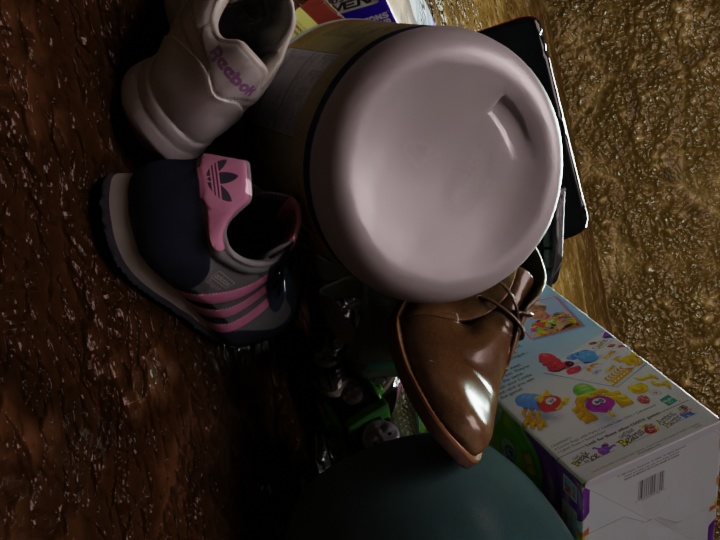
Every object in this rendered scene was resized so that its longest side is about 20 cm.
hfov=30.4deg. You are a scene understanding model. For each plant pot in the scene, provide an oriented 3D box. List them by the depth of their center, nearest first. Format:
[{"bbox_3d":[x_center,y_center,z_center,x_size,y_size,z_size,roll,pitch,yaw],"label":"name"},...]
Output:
[{"bbox_3d":[0.040,0.191,0.740,0.201,0.198,0.163,54,14,-55],"label":"plant pot"}]

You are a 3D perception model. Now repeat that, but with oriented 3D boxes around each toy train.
[{"bbox_3d":[0.013,0.135,0.846,0.057,0.041,0.201,53,-14,30],"label":"toy train"}]

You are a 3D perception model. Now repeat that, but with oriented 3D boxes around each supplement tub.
[{"bbox_3d":[0.012,-0.070,0.765,0.200,0.143,0.146,29,-42,66],"label":"supplement tub"}]

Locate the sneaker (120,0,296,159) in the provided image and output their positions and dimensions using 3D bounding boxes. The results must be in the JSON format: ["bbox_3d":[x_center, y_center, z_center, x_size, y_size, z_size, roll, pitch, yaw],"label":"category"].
[{"bbox_3d":[-0.066,-0.137,0.741,0.075,0.099,0.201,43,31,-25],"label":"sneaker"}]

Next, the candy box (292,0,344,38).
[{"bbox_3d":[0.013,-0.100,0.989,0.117,0.056,0.201,48,-6,36],"label":"candy box"}]

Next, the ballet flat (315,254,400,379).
[{"bbox_3d":[0.000,0.000,0.876,0.201,0.063,0.068,-107,-171,-57],"label":"ballet flat"}]

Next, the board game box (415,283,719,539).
[{"bbox_3d":[0.124,0.103,0.850,0.200,0.104,0.104,44,-34,51],"label":"board game box"}]

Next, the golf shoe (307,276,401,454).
[{"bbox_3d":[0.002,0.050,0.939,0.201,0.076,0.089,-69,161,-55],"label":"golf shoe"}]

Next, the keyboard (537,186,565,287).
[{"bbox_3d":[0.086,-0.053,1.060,0.020,0.199,0.129,2,91,-40],"label":"keyboard"}]

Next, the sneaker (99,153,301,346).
[{"bbox_3d":[-0.059,-0.007,0.713,0.200,0.081,0.071,36,43,-68],"label":"sneaker"}]

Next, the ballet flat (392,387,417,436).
[{"bbox_3d":[0.023,0.108,0.989,0.068,0.046,0.203,84,3,-68],"label":"ballet flat"}]

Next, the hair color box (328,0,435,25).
[{"bbox_3d":[0.017,-0.225,1.165,0.200,0.064,0.111,54,30,-53],"label":"hair color box"}]

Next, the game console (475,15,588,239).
[{"bbox_3d":[0.095,-0.100,1.149,0.031,0.174,0.203,-97,170,-70],"label":"game console"}]

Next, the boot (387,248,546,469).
[{"bbox_3d":[0.065,0.029,0.751,0.074,0.075,0.201,50,23,-23],"label":"boot"}]
